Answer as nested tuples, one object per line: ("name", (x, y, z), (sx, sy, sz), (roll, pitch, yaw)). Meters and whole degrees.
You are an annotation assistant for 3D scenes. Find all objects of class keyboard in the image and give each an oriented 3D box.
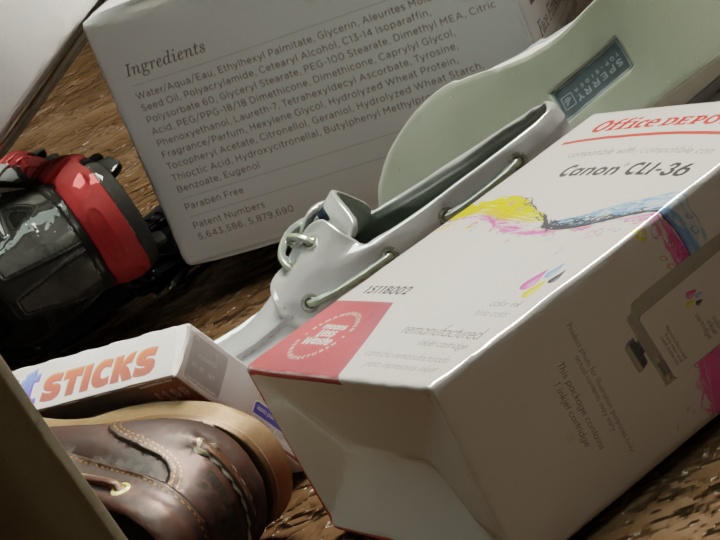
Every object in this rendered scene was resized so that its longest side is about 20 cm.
("keyboard", (-0.104, -0.015, 1.166), (0.127, 0.021, 0.200), (-11, 24, 46))

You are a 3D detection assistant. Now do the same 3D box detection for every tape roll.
("tape roll", (-0.181, -0.109, 1.103), (0.203, 0.071, 0.202), (-53, 7, 10))

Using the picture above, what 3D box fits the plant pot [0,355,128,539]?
("plant pot", (-0.207, 0.106, 0.673), (0.200, 0.200, 0.177), (-38, 7, -34))

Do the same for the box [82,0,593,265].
("box", (0.004, -0.120, 1.084), (0.199, 0.131, 0.199), (-16, 19, 20))

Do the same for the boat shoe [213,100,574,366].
("boat shoe", (0.000, 0.000, 0.857), (0.199, 0.067, 0.074), (-28, 15, 1))

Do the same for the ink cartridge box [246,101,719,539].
("ink cartridge box", (0.078, 0.004, 0.711), (0.200, 0.068, 0.116), (-35, 17, -25))

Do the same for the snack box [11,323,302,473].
("snack box", (-0.113, 0.064, 0.835), (0.199, 0.072, 0.024), (-16, 50, 38))

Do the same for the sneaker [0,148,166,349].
("sneaker", (-0.167, -0.009, 1.090), (0.098, 0.071, 0.200), (-37, 15, -17))

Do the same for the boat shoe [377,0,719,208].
("boat shoe", (0.094, -0.064, 0.901), (0.201, 0.070, 0.071), (-36, -20, 34))

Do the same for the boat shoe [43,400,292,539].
("boat shoe", (-0.118, 0.088, 0.772), (0.199, 0.071, 0.070), (-15, 18, 38))
